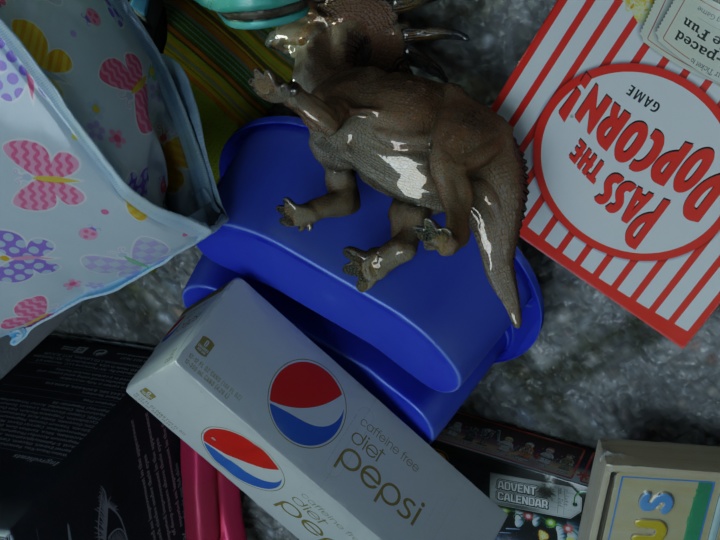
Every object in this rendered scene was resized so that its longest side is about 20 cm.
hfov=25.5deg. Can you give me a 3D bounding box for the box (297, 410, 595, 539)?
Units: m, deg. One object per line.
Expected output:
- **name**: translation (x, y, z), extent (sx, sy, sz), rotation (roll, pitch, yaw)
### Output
- **box**: translation (0.061, 0.152, 0.945), extent (0.199, 0.040, 0.137), rotation (15, 120, 17)

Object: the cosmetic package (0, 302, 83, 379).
- **cosmetic package**: translation (-0.281, -0.020, 0.909), extent (0.122, 0.200, 0.200), rotation (-10, 112, 26)

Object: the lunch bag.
- **lunch bag**: translation (-0.182, -0.070, 0.787), extent (0.169, 0.127, 0.200), rotation (-25, 110, 29)

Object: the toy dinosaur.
- **toy dinosaur**: translation (0.027, -0.070, 0.773), extent (0.200, 0.136, 0.086), rotation (39, 144, 7)

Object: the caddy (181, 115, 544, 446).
- **caddy**: translation (0.000, 0.000, 0.855), extent (0.199, 0.105, 0.142), rotation (30, 148, 7)

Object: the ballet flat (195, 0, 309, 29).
- **ballet flat**: translation (-0.067, -0.163, 0.748), extent (0.067, 0.200, 0.071), rotation (-13, 110, -16)

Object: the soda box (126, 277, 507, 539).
- **soda box**: translation (-0.022, 0.096, 0.840), extent (0.200, 0.064, 0.068), rotation (42, 147, -13)

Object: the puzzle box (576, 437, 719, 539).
- **puzzle box**: translation (0.181, 0.184, 0.887), extent (0.132, 0.025, 0.201), rotation (4, 120, -3)

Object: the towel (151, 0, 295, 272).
- **towel**: translation (-0.107, -0.086, 0.906), extent (0.086, 0.018, 0.200), rotation (40, 125, 1)

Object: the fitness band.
- **fitness band**: translation (-0.052, 0.144, 0.956), extent (0.143, 0.037, 0.201), rotation (25, 125, 42)

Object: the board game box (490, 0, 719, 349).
- **board game box**: translation (0.153, -0.081, 0.774), extent (0.151, 0.046, 0.200), rotation (34, 125, 5)

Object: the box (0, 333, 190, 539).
- **box**: translation (-0.187, 0.153, 0.958), extent (0.104, 0.200, 0.149), rotation (7, 118, 22)

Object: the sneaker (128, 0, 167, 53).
- **sneaker**: translation (-0.152, -0.071, 0.889), extent (0.073, 0.082, 0.201), rotation (34, 109, 25)
